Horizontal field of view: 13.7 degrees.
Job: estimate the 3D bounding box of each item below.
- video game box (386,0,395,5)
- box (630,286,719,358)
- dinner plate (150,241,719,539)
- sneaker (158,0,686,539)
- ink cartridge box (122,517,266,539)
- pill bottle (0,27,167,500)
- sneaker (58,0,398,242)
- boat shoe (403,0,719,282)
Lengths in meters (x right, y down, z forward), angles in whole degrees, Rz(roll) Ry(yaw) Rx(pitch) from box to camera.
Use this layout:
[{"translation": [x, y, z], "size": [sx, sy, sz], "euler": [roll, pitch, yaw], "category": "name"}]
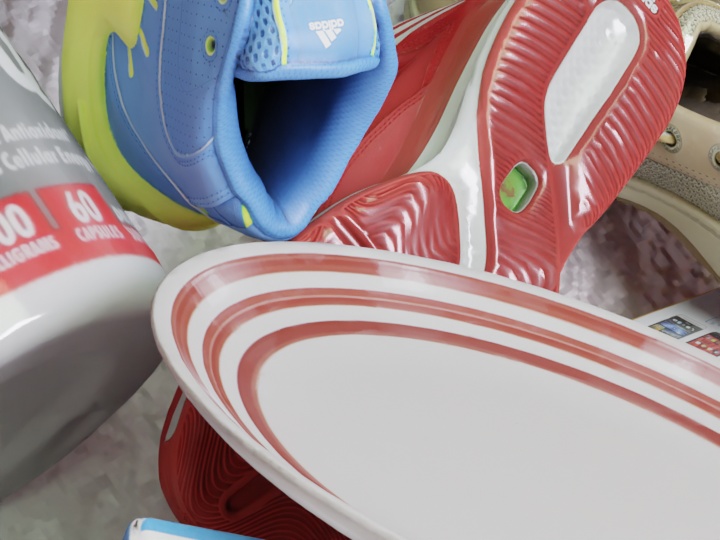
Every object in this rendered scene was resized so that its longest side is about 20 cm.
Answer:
[{"translation": [-0.078, -0.169, 0.850], "size": [0.200, 0.047, 0.183], "euler": [12, 48, -54], "category": "video game box"}, {"translation": [0.152, 0.033, 0.840], "size": [0.199, 0.042, 0.119], "euler": [-17, 27, -31], "category": "box"}, {"translation": [0.046, 0.045, 0.666], "size": [0.199, 0.024, 0.200], "euler": [18, 19, -6], "category": "dinner plate"}, {"translation": [0.000, 0.000, 0.809], "size": [0.200, 0.115, 0.078], "euler": [-47, 107, -26], "category": "sneaker"}, {"translation": [-0.017, 0.175, 0.641], "size": [0.128, 0.201, 0.126], "euler": [12, 39, -15], "category": "ink cartridge box"}, {"translation": [-0.143, -0.038, 0.758], "size": [0.114, 0.114, 0.200], "euler": [-26, 73, -32], "category": "pill bottle"}, {"translation": [-0.019, -0.099, 0.728], "size": [0.075, 0.201, 0.105], "euler": [-8, 26, -32], "category": "sneaker"}, {"translation": [0.091, -0.053, 0.858], "size": [0.072, 0.065, 0.200], "euler": [-23, 46, -33], "category": "boat shoe"}]
